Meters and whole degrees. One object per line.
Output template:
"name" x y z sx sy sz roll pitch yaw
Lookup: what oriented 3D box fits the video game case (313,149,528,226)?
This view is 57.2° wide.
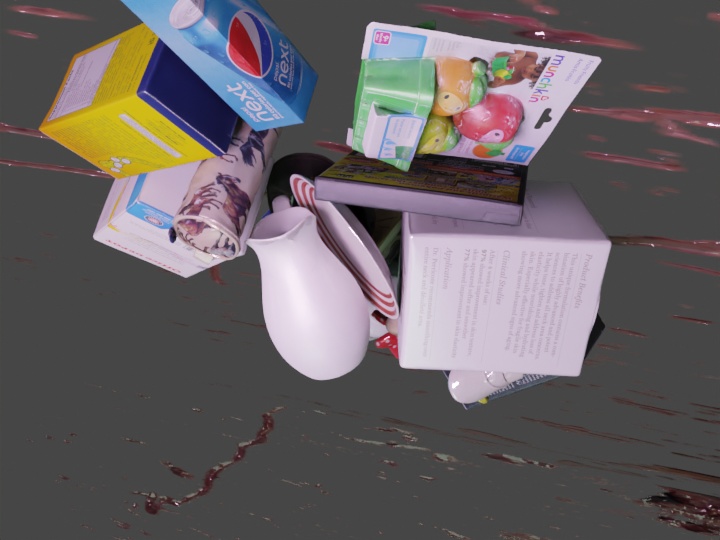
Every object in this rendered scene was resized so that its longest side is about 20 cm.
"video game case" 0.073 -0.096 0.697 0.200 0.026 0.181 9 -157 12

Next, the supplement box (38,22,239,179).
"supplement box" -0.231 -0.183 0.714 0.200 0.109 0.109 -3 153 38

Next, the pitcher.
"pitcher" -0.064 0.015 0.797 0.121 0.172 0.200 -18 114 5

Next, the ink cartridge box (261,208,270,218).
"ink cartridge box" -0.055 -0.049 1.046 0.200 0.037 0.095 24 156 -20

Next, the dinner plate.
"dinner plate" -0.013 -0.030 0.750 0.200 0.024 0.200 52 170 13

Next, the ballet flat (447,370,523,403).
"ballet flat" 0.190 0.097 0.796 0.200 0.070 0.069 -25 180 -32

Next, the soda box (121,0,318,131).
"soda box" -0.126 -0.218 0.622 0.068 0.064 0.200 0 155 32

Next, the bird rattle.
"bird rattle" 0.098 0.081 0.876 0.200 0.113 0.163 24 174 25

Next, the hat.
"hat" -0.037 -0.077 0.884 0.200 0.081 0.201 25 129 36

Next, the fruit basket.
"fruit basket" 0.092 -0.150 0.623 0.200 0.094 0.185 12 159 -3

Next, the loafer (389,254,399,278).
"loafer" -0.015 -0.004 0.994 0.200 0.071 0.068 4 145 2

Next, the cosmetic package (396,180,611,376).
"cosmetic package" 0.145 0.001 0.740 0.200 0.166 0.168 3 119 0

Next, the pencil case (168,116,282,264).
"pencil case" -0.145 -0.108 0.735 0.078 0.200 0.089 28 147 -24

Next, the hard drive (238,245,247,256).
"hard drive" -0.317 -0.049 1.216 0.132 0.027 0.200 29 153 -35

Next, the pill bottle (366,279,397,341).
"pill bottle" 0.011 0.071 1.198 0.112 0.112 0.200 22 157 -21

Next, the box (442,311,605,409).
"box" 0.236 0.104 0.988 0.200 0.148 0.107 -30 91 39

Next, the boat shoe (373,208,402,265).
"boat shoe" 0.000 0.000 0.929 0.065 0.200 0.072 38 179 -41

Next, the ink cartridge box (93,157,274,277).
"ink cartridge box" -0.241 -0.096 0.887 0.147 0.145 0.200 27 155 -30
